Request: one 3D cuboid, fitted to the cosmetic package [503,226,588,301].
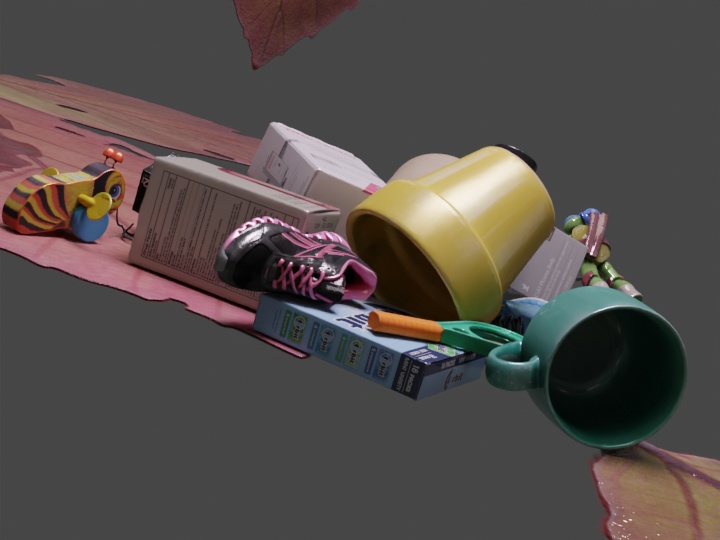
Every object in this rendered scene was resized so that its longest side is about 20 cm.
[{"bbox_3d":[0.175,-0.029,1.656,0.200,0.107,0.090,29,-14,-17],"label":"cosmetic package"}]

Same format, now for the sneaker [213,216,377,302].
[{"bbox_3d":[-0.060,0.000,1.349,0.200,0.079,0.095,1,28,-47],"label":"sneaker"}]

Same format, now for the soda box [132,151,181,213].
[{"bbox_3d":[-0.177,-0.064,1.598,0.200,0.063,0.071,29,33,12],"label":"soda box"}]

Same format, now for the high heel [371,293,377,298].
[{"bbox_3d":[0.000,0.000,1.588,0.200,0.096,0.067,11,12,-31],"label":"high heel"}]

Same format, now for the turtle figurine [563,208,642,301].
[{"bbox_3d":[0.367,0.015,2.175,0.144,0.200,0.194,46,10,-47],"label":"turtle figurine"}]

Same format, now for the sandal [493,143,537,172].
[{"bbox_3d":[0.187,-0.121,1.618,0.075,0.048,0.200,29,-13,1],"label":"sandal"}]

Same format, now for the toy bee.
[{"bbox_3d":[-0.327,-0.095,1.533,0.131,0.109,0.200,18,10,18],"label":"toy bee"}]

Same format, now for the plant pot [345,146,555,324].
[{"bbox_3d":[0.116,-0.039,1.501,0.189,0.201,0.201,-37,38,-21],"label":"plant pot"}]

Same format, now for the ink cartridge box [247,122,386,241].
[{"bbox_3d":[-0.042,-0.102,1.655,0.146,0.083,0.200,21,14,-28],"label":"ink cartridge box"}]

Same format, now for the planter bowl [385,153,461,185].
[{"bbox_3d":[0.089,-0.040,1.758,0.200,0.200,0.135,21,38,24],"label":"planter bowl"}]

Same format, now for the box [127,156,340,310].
[{"bbox_3d":[-0.143,-0.041,1.485,0.200,0.128,0.109,21,11,17],"label":"box"}]

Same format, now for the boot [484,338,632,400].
[{"bbox_3d":[0.220,0.105,1.454,0.200,0.076,0.074,22,13,32],"label":"boot"}]

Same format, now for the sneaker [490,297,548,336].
[{"bbox_3d":[0.160,0.069,1.595,0.200,0.079,0.090,13,16,35],"label":"sneaker"}]

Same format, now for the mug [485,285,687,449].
[{"bbox_3d":[0.227,0.085,1.323,0.185,0.152,0.114,33,5,-18],"label":"mug"}]

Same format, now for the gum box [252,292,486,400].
[{"bbox_3d":[0.014,0.071,1.379,0.200,0.045,0.170,21,12,24],"label":"gum box"}]

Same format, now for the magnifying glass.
[{"bbox_3d":[0.097,0.066,1.358,0.200,0.022,0.080,9,15,-30],"label":"magnifying glass"}]
